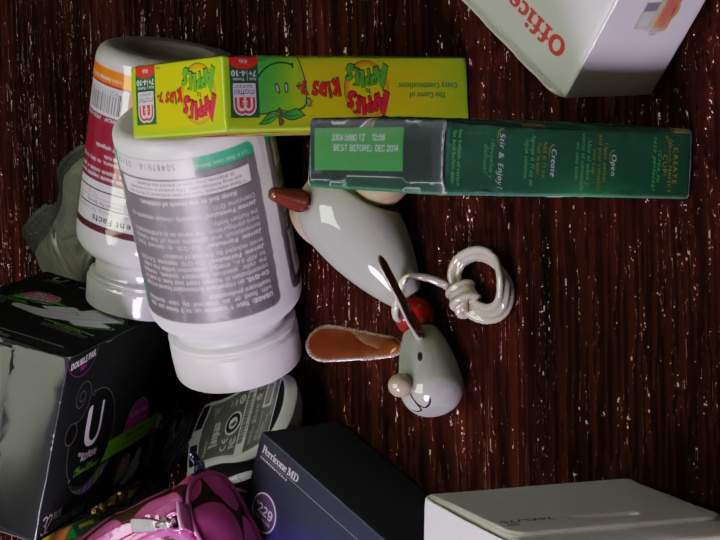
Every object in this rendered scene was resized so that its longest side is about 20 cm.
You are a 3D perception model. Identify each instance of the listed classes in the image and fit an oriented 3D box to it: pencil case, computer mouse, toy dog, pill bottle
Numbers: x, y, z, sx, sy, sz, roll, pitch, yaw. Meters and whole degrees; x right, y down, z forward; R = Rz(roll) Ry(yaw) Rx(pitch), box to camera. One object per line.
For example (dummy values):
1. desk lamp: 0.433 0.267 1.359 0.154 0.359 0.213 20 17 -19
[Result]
1. pencil case: -0.170 0.208 1.379 0.200 0.094 0.091 -30 75 25
2. computer mouse: -0.101 0.135 1.479 0.200 0.044 0.110 -23 43 46
3. toy dog: 0.000 0.000 1.316 0.200 0.096 0.132 51 130 34
4. pill bottle: -0.104 -0.021 1.393 0.113 0.113 0.200 21 128 47
5. pill bottle: -0.155 -0.069 1.483 0.113 0.113 0.200 27 114 46

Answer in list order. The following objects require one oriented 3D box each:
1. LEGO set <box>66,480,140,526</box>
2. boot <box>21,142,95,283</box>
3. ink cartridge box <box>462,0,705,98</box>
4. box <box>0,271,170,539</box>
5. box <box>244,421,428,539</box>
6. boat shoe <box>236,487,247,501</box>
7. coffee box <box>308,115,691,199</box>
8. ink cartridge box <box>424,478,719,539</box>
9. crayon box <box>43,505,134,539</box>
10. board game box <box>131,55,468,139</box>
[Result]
1. LEGO set: -0.268 0.222 1.642 0.154 0.116 0.200 42 124 39
2. boot: -0.205 -0.019 1.595 0.200 0.068 0.131 -47 63 50
3. ink cartridge box: 0.145 -0.220 1.130 0.145 0.083 0.200 52 130 34
4. box: -0.242 0.098 1.486 0.124 0.200 0.149 16 104 15
5. box: 0.000 0.215 1.355 0.200 0.079 0.141 36 117 43
6. boat shoe: -0.099 0.259 1.476 0.063 0.071 0.200 -131 44 -54
7. coffee box: 0.082 -0.066 1.132 0.123 0.200 0.044 6 96 51
8. ink cartridge box: 0.128 0.234 1.125 0.146 0.146 0.200 -164 74 -65
9. crayon box: -0.216 0.291 1.514 0.200 0.058 0.173 -28 74 43
10. board game box: -0.037 -0.112 1.268 0.102 0.200 0.048 2 95 50
